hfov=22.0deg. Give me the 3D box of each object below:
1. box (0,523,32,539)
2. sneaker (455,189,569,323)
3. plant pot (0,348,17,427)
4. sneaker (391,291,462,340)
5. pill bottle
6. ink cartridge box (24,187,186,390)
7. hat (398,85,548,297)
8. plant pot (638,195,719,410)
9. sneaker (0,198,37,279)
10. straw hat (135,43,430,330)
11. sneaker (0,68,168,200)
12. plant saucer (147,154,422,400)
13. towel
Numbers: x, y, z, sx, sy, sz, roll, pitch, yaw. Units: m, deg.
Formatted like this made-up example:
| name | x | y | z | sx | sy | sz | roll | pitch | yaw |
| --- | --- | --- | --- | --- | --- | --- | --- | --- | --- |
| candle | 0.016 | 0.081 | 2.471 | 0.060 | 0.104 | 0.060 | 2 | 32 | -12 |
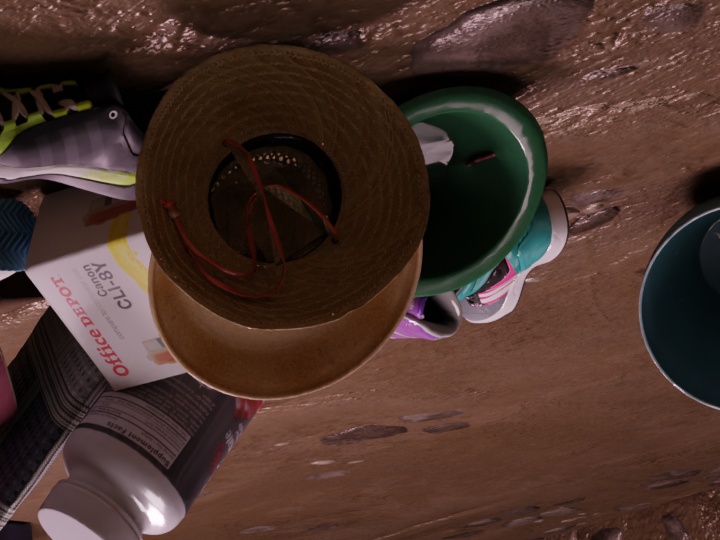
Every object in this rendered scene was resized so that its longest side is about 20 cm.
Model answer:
| name | x | y | z | sx | sy | sz | roll | pitch | yaw |
| --- | --- | --- | --- | --- | --- | --- | --- | --- | --- |
| box | -0.570 | 0.479 | 2.662 | 0.198 | 0.201 | 0.123 | -16 | 165 | 24 |
| sneaker | 0.090 | -0.002 | 1.611 | 0.119 | 0.084 | 0.200 | -8 | 157 | -23 |
| plant pot | -0.384 | 0.092 | 1.510 | 0.177 | 0.202 | 0.200 | -20 | 168 | -17 |
| sneaker | 0.000 | -0.001 | 1.484 | 0.199 | 0.073 | 0.114 | 26 | 171 | -34 |
| pill bottle | -0.165 | 0.136 | 1.458 | 0.110 | 0.201 | 0.111 | 26 | 150 | 17 |
| ink cartridge box | -0.128 | -0.004 | 1.381 | 0.198 | 0.084 | 0.146 | -15 | 131 | 19 |
| hat | 0.030 | -0.090 | 1.405 | 0.164 | 0.177 | 0.201 | 14 | 117 | -28 |
| plant pot | 0.354 | 0.011 | 1.680 | 0.198 | 0.202 | 0.135 | -14 | -162 | 15 |
| sneaker | -0.330 | -0.020 | 1.336 | 0.080 | 0.077 | 0.199 | -20 | 159 | 39 |
| straw hat | -0.060 | -0.039 | 1.191 | 0.199 | 0.203 | 0.085 | -4 | 158 | -18 |
| sneaker | -0.191 | -0.104 | 1.185 | 0.199 | 0.072 | 0.083 | 6 | 134 | -45 |
| plant saucer | -0.055 | -0.007 | 1.283 | 0.198 | 0.202 | 0.035 | -3 | -154 | -20 |
| towel | -0.281 | 0.127 | 1.569 | 0.034 | 0.193 | 0.200 | 34 | -174 | -25 |
